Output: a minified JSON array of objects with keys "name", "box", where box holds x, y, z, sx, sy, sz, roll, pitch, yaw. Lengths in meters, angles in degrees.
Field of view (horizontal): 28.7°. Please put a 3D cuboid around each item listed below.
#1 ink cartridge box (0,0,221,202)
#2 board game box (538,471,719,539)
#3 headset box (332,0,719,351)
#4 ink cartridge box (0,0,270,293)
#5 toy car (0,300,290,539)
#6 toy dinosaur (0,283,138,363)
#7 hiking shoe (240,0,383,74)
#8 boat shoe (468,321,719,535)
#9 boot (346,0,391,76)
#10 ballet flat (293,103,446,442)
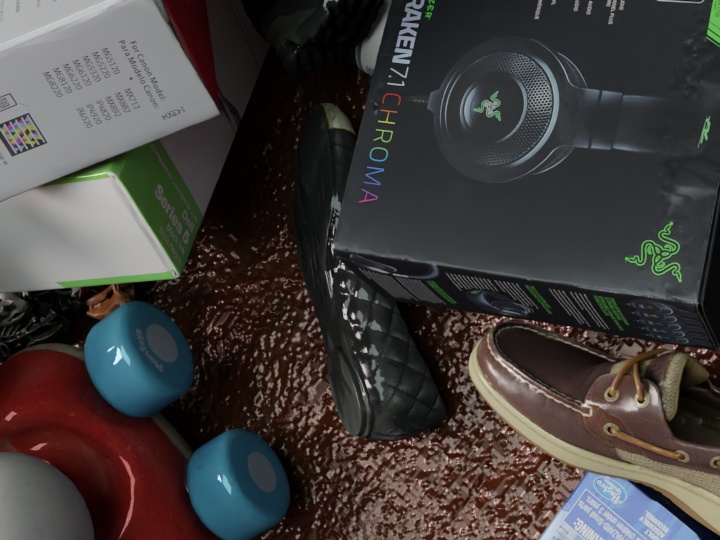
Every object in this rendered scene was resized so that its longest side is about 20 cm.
[{"name":"ink cartridge box","box":[-0.133,-0.152,0.737,0.174,0.084,0.201,-20,42,7]},{"name":"board game box","box":[0.145,0.234,0.709,0.199,0.043,0.200,38,102,24]},{"name":"headset box","box":[0.108,-0.064,0.714,0.198,0.093,0.176,10,78,23]},{"name":"ink cartridge box","box":[-0.150,-0.091,0.813,0.144,0.084,0.201,-5,46,25]},{"name":"toy car","box":[-0.169,0.149,0.760,0.183,0.200,0.178,-32,101,25]},{"name":"toy dinosaur","box":[-0.193,0.002,0.876,0.135,0.102,0.201,-36,51,1]},{"name":"hiking shoe","box":[-0.010,-0.207,0.743,0.101,0.076,0.201,43,112,18]},{"name":"boat shoe","box":[0.149,0.067,0.697,0.199,0.072,0.073,29,129,21]},{"name":"boot","box":[0.020,-0.217,0.802,0.090,0.073,0.202,28,97,20]},{"name":"ballet flat","box":[0.000,0.000,0.810,0.066,0.056,0.202,141,120,-63]}]
